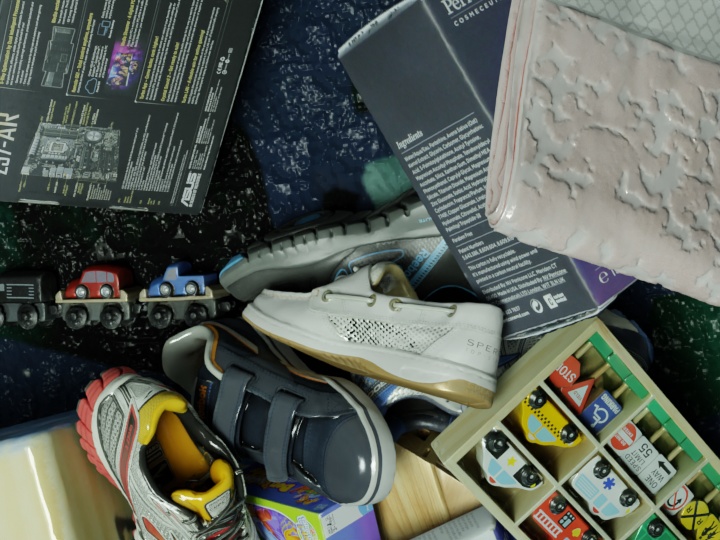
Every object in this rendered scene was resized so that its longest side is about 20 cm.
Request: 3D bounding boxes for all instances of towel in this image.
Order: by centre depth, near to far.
[{"bbox_3d":[0.165,-0.086,0.881,0.198,0.032,0.193,17,72,-23],"label":"towel"}]

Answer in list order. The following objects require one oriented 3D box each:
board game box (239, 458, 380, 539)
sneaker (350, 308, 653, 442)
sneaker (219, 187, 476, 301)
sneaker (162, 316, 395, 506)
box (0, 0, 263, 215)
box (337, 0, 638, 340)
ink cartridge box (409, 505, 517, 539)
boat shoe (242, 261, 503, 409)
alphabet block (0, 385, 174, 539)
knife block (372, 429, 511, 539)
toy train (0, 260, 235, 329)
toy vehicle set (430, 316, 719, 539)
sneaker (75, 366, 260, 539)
[{"bbox_3d":[-0.031,0.235,1.098,0.134,0.044,0.202,5,113,50],"label":"board game box"},{"bbox_3d":[0.087,0.077,1.014,0.197,0.086,0.077,-8,140,19],"label":"sneaker"},{"bbox_3d":[0.000,0.000,1.045,0.198,0.073,0.083,-13,106,24],"label":"sneaker"},{"bbox_3d":[-0.059,0.093,1.032,0.199,0.079,0.079,33,120,49],"label":"sneaker"},{"bbox_3d":[-0.151,-0.132,0.982,0.158,0.044,0.202,3,124,-26],"label":"box"},{"bbox_3d":[0.106,-0.087,0.927,0.201,0.147,0.104,58,151,-5],"label":"box"},{"bbox_3d":[0.074,0.258,1.026,0.198,0.043,0.198,-24,107,-1],"label":"ink cartridge box"},{"bbox_3d":[0.011,0.029,0.979,0.199,0.071,0.070,14,83,42],"label":"boat shoe"},{"bbox_3d":[-0.219,0.208,1.097,0.193,0.196,0.203,-14,90,24],"label":"alphabet block"},{"bbox_3d":[0.038,0.198,1.092,0.199,0.064,0.177,30,112,9],"label":"knife block"},{"bbox_3d":[-0.179,0.017,1.135,0.197,0.034,0.046,-1,93,20],"label":"toy train"},{"bbox_3d":[0.149,0.129,0.985,0.124,0.027,0.200,-43,117,1],"label":"toy vehicle set"},{"bbox_3d":[-0.107,0.155,1.018,0.082,0.078,0.201,4,130,52],"label":"sneaker"}]
